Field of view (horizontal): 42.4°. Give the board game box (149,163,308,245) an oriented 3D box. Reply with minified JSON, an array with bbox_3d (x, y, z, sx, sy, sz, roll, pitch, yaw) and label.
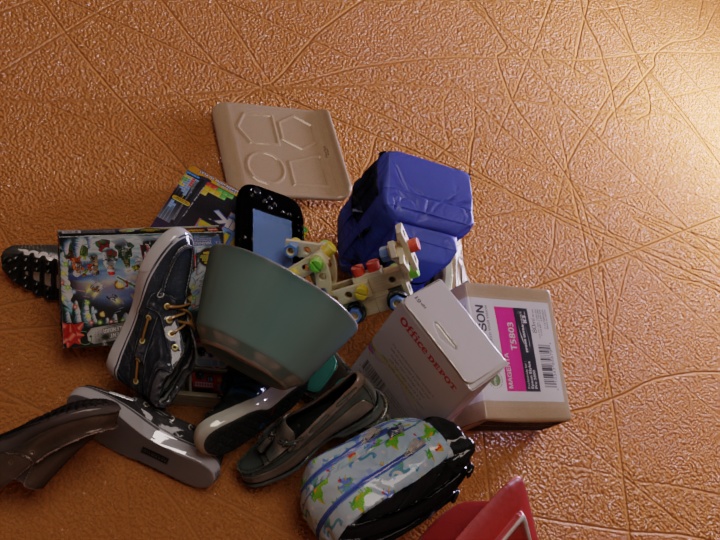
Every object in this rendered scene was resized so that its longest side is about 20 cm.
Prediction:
[{"bbox_3d":[-0.191,-0.037,1.307,0.198,0.057,0.166,28,47,-6],"label":"board game box"}]

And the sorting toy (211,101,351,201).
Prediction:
[{"bbox_3d":[-0.127,-0.185,1.472,0.197,0.037,0.187,-2,57,-23],"label":"sorting toy"}]

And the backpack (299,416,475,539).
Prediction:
[{"bbox_3d":[0.022,0.266,1.135,0.153,0.164,0.199,40,54,17],"label":"backpack"}]

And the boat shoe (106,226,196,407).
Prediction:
[{"bbox_3d":[-0.221,0.056,1.087,0.090,0.203,0.071,29,13,25],"label":"boat shoe"}]

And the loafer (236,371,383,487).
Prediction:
[{"bbox_3d":[-0.070,0.187,1.132,0.198,0.063,0.072,-31,36,-3],"label":"loafer"}]

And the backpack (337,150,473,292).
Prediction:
[{"bbox_3d":[0.048,-0.053,1.350,0.161,0.200,0.170,18,58,-21],"label":"backpack"}]

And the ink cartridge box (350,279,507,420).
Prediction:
[{"bbox_3d":[0.082,0.132,1.223,0.084,0.201,0.145,-26,70,-38],"label":"ink cartridge box"}]

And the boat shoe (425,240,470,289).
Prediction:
[{"bbox_3d":[0.137,0.012,1.441,0.075,0.072,0.203,21,59,-23],"label":"boat shoe"}]

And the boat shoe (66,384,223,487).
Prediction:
[{"bbox_3d":[-0.249,0.183,1.104,0.198,0.070,0.067,28,40,-7],"label":"boat shoe"}]

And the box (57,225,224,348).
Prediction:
[{"bbox_3d":[-0.267,0.018,1.141,0.197,0.139,0.040,-3,16,-20],"label":"box"}]

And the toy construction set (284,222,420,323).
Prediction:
[{"bbox_3d":[0.000,0.000,1.222,0.092,0.198,0.133,-46,119,-56],"label":"toy construction set"}]

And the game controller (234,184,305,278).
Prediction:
[{"bbox_3d":[-0.123,-0.028,1.271,0.103,0.042,0.202,11,53,-22],"label":"game controller"}]

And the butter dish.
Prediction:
[{"bbox_3d":[0.118,0.367,1.113,0.199,0.146,0.203,-34,117,-42],"label":"butter dish"}]

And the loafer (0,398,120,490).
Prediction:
[{"bbox_3d":[-0.351,0.200,1.015,0.197,0.073,0.072,-22,95,-7],"label":"loafer"}]

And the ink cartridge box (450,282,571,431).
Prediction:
[{"bbox_3d":[0.208,0.126,1.345,0.163,0.075,0.203,5,68,-31],"label":"ink cartridge box"}]

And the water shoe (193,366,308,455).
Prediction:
[{"bbox_3d":[-0.147,0.159,1.136,0.079,0.072,0.199,38,30,19],"label":"water shoe"}]

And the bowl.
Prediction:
[{"bbox_3d":[-0.112,0.067,1.084,0.199,0.201,0.106,29,75,-4],"label":"bowl"}]

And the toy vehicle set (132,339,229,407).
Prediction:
[{"bbox_3d":[-0.194,0.115,1.209,0.197,0.027,0.126,8,53,-23],"label":"toy vehicle set"}]

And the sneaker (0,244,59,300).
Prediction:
[{"bbox_3d":[-0.355,-0.006,1.196,0.197,0.067,0.091,10,35,-10],"label":"sneaker"}]

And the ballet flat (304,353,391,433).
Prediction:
[{"bbox_3d":[-0.030,0.157,1.231,0.071,0.073,0.200,-18,38,-36],"label":"ballet flat"}]
